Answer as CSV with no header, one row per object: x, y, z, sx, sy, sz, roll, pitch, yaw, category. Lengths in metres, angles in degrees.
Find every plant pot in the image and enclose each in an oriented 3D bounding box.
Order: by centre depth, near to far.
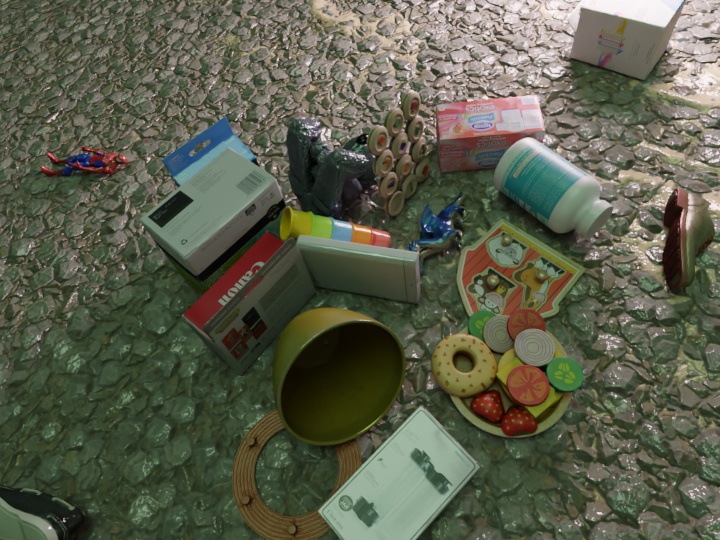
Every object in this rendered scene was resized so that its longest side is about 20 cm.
-0.053,0.136,0.787,0.199,0.201,0.142,-34,33,-13,plant pot

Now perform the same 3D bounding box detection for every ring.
-0.097,0.294,0.777,0.199,0.019,0.202,-4,58,6,ring

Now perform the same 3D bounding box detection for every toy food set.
0.225,0.150,0.796,0.197,0.049,0.200,-36,60,-12,toy food set

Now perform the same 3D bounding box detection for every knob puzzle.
0.254,0.012,0.895,0.218,0.031,0.221,-4,58,6,knob puzzle

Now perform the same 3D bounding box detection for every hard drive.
0.000,0.000,0.881,0.198,0.132,0.027,10,59,15,hard drive

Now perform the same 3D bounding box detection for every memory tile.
0.077,-0.211,0.964,0.017,0.201,0.153,26,63,32,memory tile

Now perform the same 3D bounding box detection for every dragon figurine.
0.140,-0.084,0.956,0.099,0.059,0.201,7,60,13,dragon figurine

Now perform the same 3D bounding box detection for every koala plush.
-0.023,-0.199,1.018,0.199,0.185,0.177,-27,54,-34,koala plush

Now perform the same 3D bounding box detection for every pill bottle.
0.344,-0.142,0.931,0.110,0.111,0.200,-35,59,-14,pill bottle

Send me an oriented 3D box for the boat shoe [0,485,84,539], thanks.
-0.494,0.356,0.774,0.199,0.075,0.060,1,15,28,boat shoe

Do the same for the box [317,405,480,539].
0.054,0.300,0.714,0.200,0.060,0.117,-42,71,-17,box

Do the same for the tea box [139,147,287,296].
-0.234,-0.063,0.919,0.133,0.197,0.200,34,69,26,tea box

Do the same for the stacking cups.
-0.039,-0.069,0.921,0.198,0.061,0.061,6,52,-26,stacking cups

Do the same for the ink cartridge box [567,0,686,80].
0.564,-0.531,1.136,0.199,0.126,0.129,31,66,25,ink cartridge box

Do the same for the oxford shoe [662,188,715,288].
0.554,-0.053,0.867,0.074,0.071,0.201,15,62,11,oxford shoe

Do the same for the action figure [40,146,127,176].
-0.627,-0.248,1.191,0.198,0.052,0.066,0,54,6,action figure

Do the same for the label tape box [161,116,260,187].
-0.259,-0.162,0.984,0.144,0.201,0.063,-42,60,-17,label tape box

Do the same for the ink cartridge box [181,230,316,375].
-0.181,0.042,0.856,0.084,0.176,0.200,31,66,25,ink cartridge box

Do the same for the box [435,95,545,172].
0.252,-0.269,1.035,0.198,0.095,0.103,-4,57,7,box
